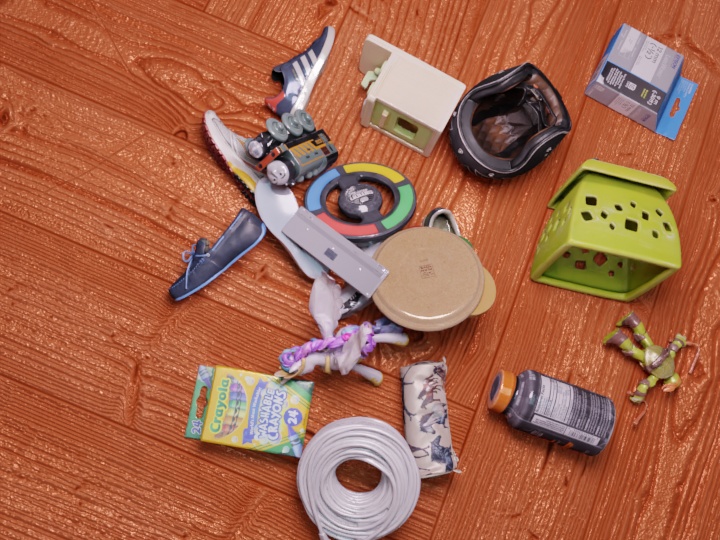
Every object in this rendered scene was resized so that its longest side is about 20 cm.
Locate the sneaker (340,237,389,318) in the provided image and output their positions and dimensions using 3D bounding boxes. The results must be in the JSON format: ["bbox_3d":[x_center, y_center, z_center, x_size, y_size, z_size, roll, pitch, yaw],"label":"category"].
[{"bbox_3d":[0.000,0.000,1.282,0.200,0.075,0.115,-31,81,-16],"label":"sneaker"}]

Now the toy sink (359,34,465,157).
[{"bbox_3d":[0.069,-0.311,1.327,0.199,0.130,0.112,29,77,0],"label":"toy sink"}]

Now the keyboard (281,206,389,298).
[{"bbox_3d":[-0.044,-0.032,1.205,0.200,0.011,0.056,37,91,22],"label":"keyboard"}]

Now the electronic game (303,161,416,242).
[{"bbox_3d":[-0.001,-0.123,1.283,0.199,0.042,0.201,-1,47,1],"label":"electronic game"}]

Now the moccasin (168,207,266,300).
[{"bbox_3d":[-0.253,-0.031,1.247,0.200,0.080,0.068,-40,106,-1],"label":"moccasin"}]

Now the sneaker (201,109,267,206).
[{"bbox_3d":[-0.211,-0.206,1.308,0.082,0.078,0.200,-41,94,-17],"label":"sneaker"}]

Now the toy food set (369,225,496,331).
[{"bbox_3d":[0.109,0.011,1.205,0.199,0.049,0.198,-26,64,-12],"label":"toy food set"}]

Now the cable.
[{"bbox_3d":[-0.002,0.335,1.173,0.199,0.069,0.201,-25,96,8],"label":"cable"}]

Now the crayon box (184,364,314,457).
[{"bbox_3d":[-0.186,0.233,1.221,0.199,0.052,0.126,10,77,-3],"label":"crayon box"}]

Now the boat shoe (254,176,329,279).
[{"bbox_3d":[-0.118,-0.072,1.278,0.070,0.066,0.200,-37,95,-6],"label":"boat shoe"}]

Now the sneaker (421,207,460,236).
[{"bbox_3d":[0.146,-0.017,1.290,0.067,0.090,0.201,-4,79,-8],"label":"sneaker"}]

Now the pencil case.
[{"bbox_3d":[0.116,0.247,1.235,0.089,0.078,0.201,-3,78,-6],"label":"pencil case"}]

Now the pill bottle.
[{"bbox_3d":[0.320,0.234,1.246,0.199,0.106,0.107,20,76,-1],"label":"pill bottle"}]

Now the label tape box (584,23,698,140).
[{"bbox_3d":[0.561,-0.367,1.424,0.199,0.066,0.144,28,76,2],"label":"label tape box"}]

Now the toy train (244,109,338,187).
[{"bbox_3d":[-0.116,-0.208,1.264,0.085,0.200,0.114,-36,92,30],"label":"toy train"}]

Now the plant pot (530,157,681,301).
[{"bbox_3d":[0.429,-0.074,1.283,0.198,0.200,0.182,13,71,-2],"label":"plant pot"}]

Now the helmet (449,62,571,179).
[{"bbox_3d":[0.257,-0.256,1.303,0.190,0.200,0.201,-32,80,33],"label":"helmet"}]

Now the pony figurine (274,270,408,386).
[{"bbox_3d":[-0.025,0.118,1.183,0.199,0.193,0.167,4,41,-36],"label":"pony figurine"}]

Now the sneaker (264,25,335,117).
[{"bbox_3d":[-0.114,-0.375,1.348,0.084,0.075,0.201,24,77,-5],"label":"sneaker"}]

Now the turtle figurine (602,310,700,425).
[{"bbox_3d":[0.512,0.163,1.303,0.200,0.064,0.161,-44,85,-13],"label":"turtle figurine"}]
